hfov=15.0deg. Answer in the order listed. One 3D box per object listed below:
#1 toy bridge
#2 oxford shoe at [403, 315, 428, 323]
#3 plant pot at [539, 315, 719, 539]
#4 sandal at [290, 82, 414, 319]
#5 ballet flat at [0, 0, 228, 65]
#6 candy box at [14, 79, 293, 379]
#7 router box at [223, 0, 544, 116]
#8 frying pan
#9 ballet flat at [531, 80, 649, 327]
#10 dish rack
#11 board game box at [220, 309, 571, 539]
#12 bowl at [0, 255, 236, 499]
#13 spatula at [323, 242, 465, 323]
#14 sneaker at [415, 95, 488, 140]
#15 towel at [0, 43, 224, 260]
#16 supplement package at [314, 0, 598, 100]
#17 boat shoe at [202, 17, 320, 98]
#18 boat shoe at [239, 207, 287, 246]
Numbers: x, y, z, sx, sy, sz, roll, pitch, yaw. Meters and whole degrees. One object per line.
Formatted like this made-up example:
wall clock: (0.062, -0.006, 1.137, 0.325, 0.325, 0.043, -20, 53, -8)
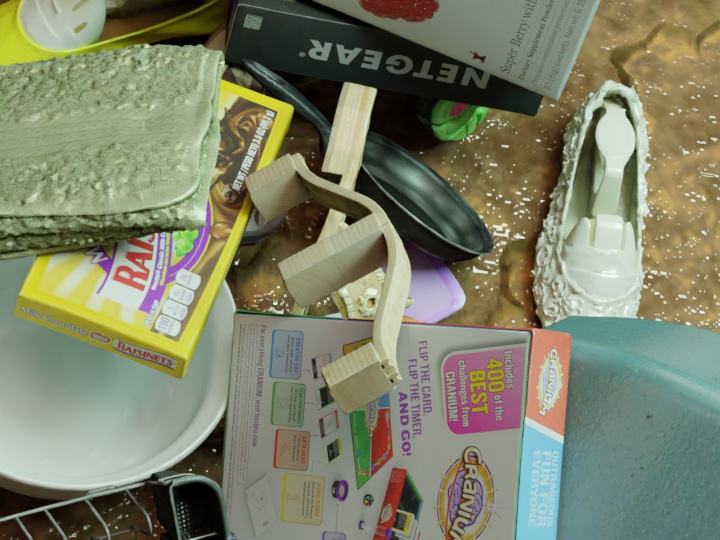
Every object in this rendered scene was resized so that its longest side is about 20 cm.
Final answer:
toy bridge: (-0.010, -0.006, 1.499, 0.067, 0.027, 0.200, -28, 40, 4)
oxford shoe: (0.090, 0.093, 1.636, 0.200, 0.071, 0.073, 21, 79, 2)
plant pot: (0.160, 0.125, 1.519, 0.200, 0.196, 0.196, 30, 14, 15)
sandal: (0.000, 0.000, 1.598, 0.070, 0.078, 0.212, 13, 90, 0)
ballet flat: (-0.156, -0.169, 1.725, 0.200, 0.067, 0.067, -16, 68, -21)
candy box: (-0.116, -0.036, 1.571, 0.102, 0.026, 0.200, 19, 52, 2)
router box: (0.020, -0.184, 1.696, 0.200, 0.052, 0.157, 9, 49, -9)
frying pan: (0.008, -0.056, 1.662, 0.190, 0.031, 0.115, 23, 24, -42)
ballet flat: (0.148, -0.035, 1.718, 0.072, 0.072, 0.200, 11, 58, -7)
dish rack: (-0.165, 0.196, 1.466, 0.200, 0.055, 0.153, -13, 104, -20)
board game box: (0.015, 0.102, 1.488, 0.040, 0.200, 0.153, 7, 87, -55)
bowl: (-0.174, 0.055, 1.572, 0.201, 0.090, 0.201, 6, 58, -10)
spatula: (-0.032, 0.038, 1.656, 0.200, 0.021, 0.057, -23, 70, -24)
sneaker: (0.056, -0.160, 1.774, 0.084, 0.077, 0.200, 11, 47, 1)
towel: (-0.177, -0.069, 1.551, 0.200, 0.036, 0.148, -6, 46, 8)
supplement package: (0.055, -0.211, 1.612, 0.200, 0.121, 0.120, 22, 48, 3)
boat shoe: (-0.047, -0.142, 1.720, 0.072, 0.072, 0.200, 28, 42, 5)
boat shoe: (-0.146, -0.051, 1.655, 0.200, 0.072, 0.076, 17, 71, -9)
